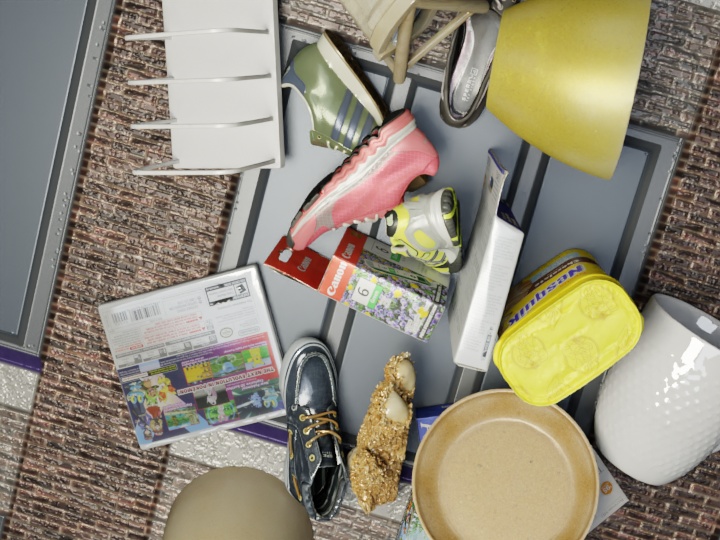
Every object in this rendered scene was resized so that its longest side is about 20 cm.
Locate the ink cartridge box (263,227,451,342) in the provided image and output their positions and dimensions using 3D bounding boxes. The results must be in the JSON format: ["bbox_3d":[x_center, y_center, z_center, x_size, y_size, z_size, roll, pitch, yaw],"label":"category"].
[{"bbox_3d":[0.000,0.000,1.239,0.198,0.109,0.051,25,110,-1],"label":"ink cartridge box"}]

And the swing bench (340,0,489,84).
[{"bbox_3d":[0.011,-0.318,1.112,0.129,0.200,0.200,-38,80,10],"label":"swing bench"}]

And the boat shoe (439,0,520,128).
[{"bbox_3d":[0.132,-0.252,1.209,0.066,0.057,0.202,15,102,2],"label":"boat shoe"}]

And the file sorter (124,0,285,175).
[{"bbox_3d":[-0.171,-0.206,1.192,0.137,0.124,0.203,2,101,21],"label":"file sorter"}]

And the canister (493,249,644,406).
[{"bbox_3d":[0.212,0.053,1.188,0.148,0.200,0.087,-37,96,10],"label":"canister"}]

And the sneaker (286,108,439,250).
[{"bbox_3d":[0.002,-0.076,1.187,0.087,0.074,0.200,44,110,-8],"label":"sneaker"}]

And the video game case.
[{"bbox_3d":[-0.192,0.103,1.321,0.198,0.023,0.184,-14,99,6],"label":"video game case"}]

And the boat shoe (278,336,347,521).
[{"bbox_3d":[-0.047,0.183,1.280,0.070,0.091,0.203,-6,105,-22],"label":"boat shoe"}]

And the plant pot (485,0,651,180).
[{"bbox_3d":[0.207,-0.205,1.146,0.140,0.200,0.203,11,101,7],"label":"plant pot"}]

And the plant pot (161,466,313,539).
[{"bbox_3d":[-0.157,0.351,1.274,0.185,0.200,0.190,1,102,4],"label":"plant pot"}]

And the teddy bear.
[{"bbox_3d":[0.022,0.182,1.252,0.066,0.201,0.146,10,58,2],"label":"teddy bear"}]

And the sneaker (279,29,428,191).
[{"bbox_3d":[-0.013,-0.159,1.239,0.089,0.067,0.201,-33,96,17],"label":"sneaker"}]

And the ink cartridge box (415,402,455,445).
[{"bbox_3d":[0.124,0.258,1.313,0.093,0.044,0.203,-8,100,4],"label":"ink cartridge box"}]

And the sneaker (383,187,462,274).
[{"bbox_3d":[0.070,-0.043,1.190,0.075,0.200,0.076,-6,75,7],"label":"sneaker"}]

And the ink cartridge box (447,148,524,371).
[{"bbox_3d":[0.137,-0.018,1.181,0.040,0.200,0.202,13,103,0],"label":"ink cartridge box"}]

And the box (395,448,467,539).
[{"bbox_3d":[0.149,0.288,1.270,0.198,0.038,0.138,17,94,-12],"label":"box"}]

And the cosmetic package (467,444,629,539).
[{"bbox_3d":[0.192,0.279,1.231,0.199,0.051,0.083,-38,102,-4],"label":"cosmetic package"}]

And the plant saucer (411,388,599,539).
[{"bbox_3d":[0.155,0.230,1.194,0.197,0.035,0.203,-3,70,9],"label":"plant saucer"}]

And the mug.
[{"bbox_3d":[0.360,0.146,1.235,0.198,0.148,0.177,18,110,-30],"label":"mug"}]
